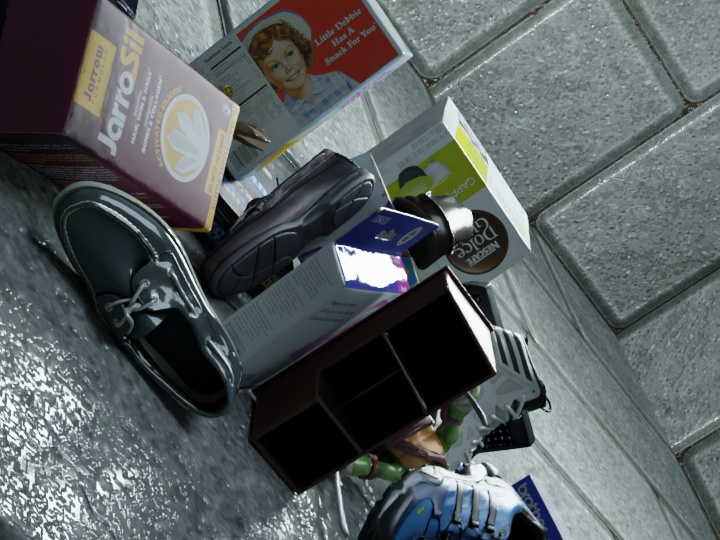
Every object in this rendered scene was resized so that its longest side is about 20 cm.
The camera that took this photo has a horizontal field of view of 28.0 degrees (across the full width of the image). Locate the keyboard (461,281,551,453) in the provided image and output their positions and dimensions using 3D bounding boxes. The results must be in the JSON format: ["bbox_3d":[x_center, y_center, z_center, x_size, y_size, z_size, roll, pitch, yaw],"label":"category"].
[{"bbox_3d":[0.136,0.107,1.533,0.040,0.103,0.202,-64,138,-63],"label":"keyboard"}]

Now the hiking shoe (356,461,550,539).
[{"bbox_3d":[0.078,0.203,1.154,0.086,0.075,0.199,36,25,30],"label":"hiking shoe"}]

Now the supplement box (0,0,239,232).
[{"bbox_3d":[-0.185,-0.114,1.089,0.200,0.085,0.112,36,63,-58],"label":"supplement box"}]

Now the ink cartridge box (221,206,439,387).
[{"bbox_3d":[-0.028,0.028,1.172,0.044,0.199,0.196,58,13,11],"label":"ink cartridge box"}]

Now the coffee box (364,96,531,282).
[{"bbox_3d":[0.082,-0.069,1.820,0.199,0.199,0.200,54,12,-10],"label":"coffee box"}]

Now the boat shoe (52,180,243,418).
[{"bbox_3d":[-0.148,0.024,1.026,0.201,0.072,0.062,56,8,-25],"label":"boat shoe"}]

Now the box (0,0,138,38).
[{"bbox_3d":[-0.267,-0.268,1.217,0.148,0.104,0.201,50,14,-23],"label":"box"}]

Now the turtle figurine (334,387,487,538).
[{"bbox_3d":[0.026,0.116,1.271,0.194,0.144,0.200,51,16,23],"label":"turtle figurine"}]

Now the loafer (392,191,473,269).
[{"bbox_3d":[0.074,-0.050,1.414,0.200,0.071,0.074,-105,174,-85],"label":"loafer"}]

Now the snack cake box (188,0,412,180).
[{"bbox_3d":[-0.065,-0.189,1.345,0.116,0.199,0.067,55,12,0],"label":"snack cake box"}]

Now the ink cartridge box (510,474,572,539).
[{"bbox_3d":[0.189,0.325,1.503,0.044,0.094,0.201,34,27,-59],"label":"ink cartridge box"}]

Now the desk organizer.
[{"bbox_3d":[0.009,0.090,1.162,0.072,0.199,0.077,51,15,-21],"label":"desk organizer"}]

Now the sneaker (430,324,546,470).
[{"bbox_3d":[0.128,0.153,1.461,0.076,0.114,0.203,56,43,-81],"label":"sneaker"}]

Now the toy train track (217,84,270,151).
[{"bbox_3d":[-0.143,-0.154,1.230,0.114,0.033,0.199,19,-5,37],"label":"toy train track"}]

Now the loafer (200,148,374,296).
[{"bbox_3d":[-0.075,-0.046,1.309,0.063,0.199,0.072,42,-34,21],"label":"loafer"}]

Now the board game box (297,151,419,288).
[{"bbox_3d":[0.000,0.000,1.447,0.201,0.104,0.104,68,1,-47],"label":"board game box"}]

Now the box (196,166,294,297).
[{"bbox_3d":[-0.144,-0.095,1.391,0.200,0.049,0.199,50,15,-30],"label":"box"}]
